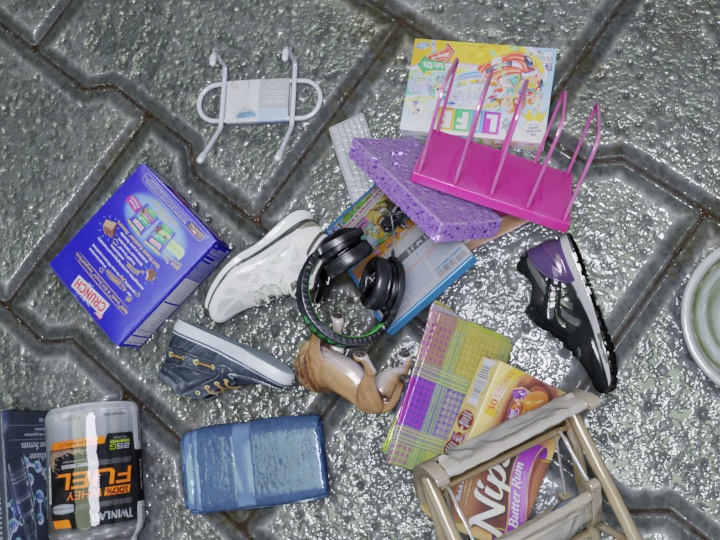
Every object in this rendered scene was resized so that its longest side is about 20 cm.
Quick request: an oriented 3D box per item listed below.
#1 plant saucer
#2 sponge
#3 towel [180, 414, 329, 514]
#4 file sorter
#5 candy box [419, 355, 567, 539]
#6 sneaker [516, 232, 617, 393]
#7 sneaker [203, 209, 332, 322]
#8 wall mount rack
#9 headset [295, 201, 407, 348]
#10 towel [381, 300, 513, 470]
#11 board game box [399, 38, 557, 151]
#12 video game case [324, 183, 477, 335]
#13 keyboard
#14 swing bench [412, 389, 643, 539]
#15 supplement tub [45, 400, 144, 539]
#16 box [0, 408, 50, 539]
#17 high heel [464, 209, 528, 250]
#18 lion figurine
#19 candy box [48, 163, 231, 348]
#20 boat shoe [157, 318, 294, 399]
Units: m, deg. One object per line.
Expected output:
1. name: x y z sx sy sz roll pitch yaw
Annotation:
1. plant saucer: 0.483 0.061 0.869 0.197 0.050 0.204 -2 78 11
2. sponge: 0.079 -0.106 0.918 0.200 0.110 0.030 49 131 37
3. towel: -0.138 0.255 0.958 0.197 0.049 0.113 -9 77 10
4. file sorter: 0.182 -0.162 0.891 0.197 0.139 0.127 19 125 6
5. candy box: 0.165 0.220 0.876 0.116 0.056 0.202 26 83 -15
6. sneaker: 0.258 0.062 0.914 0.087 0.076 0.203 -22 71 22
7. sneaker: -0.115 0.018 0.974 0.200 0.076 0.115 -43 58 -1
8. wall mount rack: -0.158 -0.229 1.045 0.197 0.075 0.177 0 79 12
9. headset: 0.000 0.000 0.874 0.123 0.094 0.201 39 67 -10
10. towel: 0.111 0.153 0.901 0.142 0.023 0.203 23 82 -29
11. board game box: 0.162 -0.243 1.003 0.197 0.034 0.137 8 81 13
12. video game case: 0.045 -0.033 0.945 0.143 0.018 0.201 -41 50 10
13. keyboard: 0.008 -0.123 1.023 0.056 0.011 0.203 -19 75 7
14. swing bench: 0.177 0.255 0.789 0.196 0.130 0.203 -21 91 -13
15. supplement tub: -0.349 0.280 0.958 0.121 0.123 0.203 -10 77 9
16. box: -0.467 0.294 0.966 0.105 0.148 0.203 -12 77 9
17. high heel: 0.153 -0.037 0.944 0.096 0.067 0.201 31 83 26
18. lion figurine: -0.014 0.131 0.901 0.199 0.072 0.124 33 130 41
19. candy box: -0.313 -0.019 1.034 0.200 0.077 0.169 -45 75 -1
20. boat shoe: -0.182 0.141 0.979 0.198 0.071 0.092 19 87 26
